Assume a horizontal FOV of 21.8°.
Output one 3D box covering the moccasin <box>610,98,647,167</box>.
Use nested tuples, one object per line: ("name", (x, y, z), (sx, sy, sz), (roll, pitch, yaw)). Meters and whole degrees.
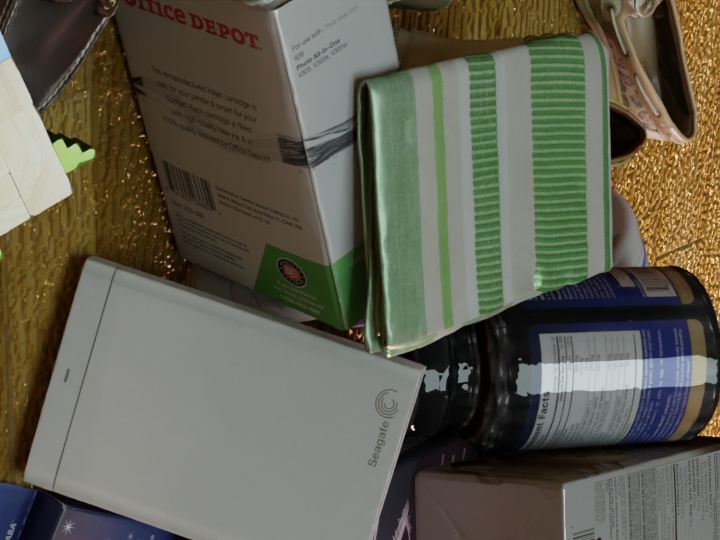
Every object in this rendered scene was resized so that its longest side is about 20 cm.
("moccasin", (0.123, -0.094, 1.256), (0.200, 0.077, 0.075), (9, 84, -50))

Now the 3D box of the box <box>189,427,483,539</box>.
("box", (-0.015, 0.166, 1.178), (0.199, 0.104, 0.150), (-17, 121, -59))

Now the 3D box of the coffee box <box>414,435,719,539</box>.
("coffee box", (0.139, 0.153, 1.170), (0.199, 0.114, 0.081), (-5, 94, -49))

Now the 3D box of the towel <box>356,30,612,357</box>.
("towel", (0.073, -0.048, 1.040), (0.199, 0.023, 0.154), (-19, 113, -42))

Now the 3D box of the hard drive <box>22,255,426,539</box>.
("hard drive", (-0.077, 0.086, 1.045), (0.027, 0.198, 0.133), (-38, 145, -82))

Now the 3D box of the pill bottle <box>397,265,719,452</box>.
("pill bottle", (0.115, 0.055, 1.161), (0.198, 0.112, 0.113), (-1, 111, -17))

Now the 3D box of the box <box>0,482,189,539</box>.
("box", (-0.160, 0.199, 1.121), (0.199, 0.032, 0.122), (20, 92, -50))

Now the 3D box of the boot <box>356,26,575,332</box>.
("boot", (0.062, -0.053, 1.157), (0.073, 0.154, 0.202), (-76, 166, -68))

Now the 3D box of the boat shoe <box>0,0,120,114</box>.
("boat shoe", (-0.141, -0.166, 0.941), (0.070, 0.070, 0.202), (17, 96, -51))

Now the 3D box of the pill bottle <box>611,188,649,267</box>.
("pill bottle", (0.159, 0.044, 1.315), (0.112, 0.112, 0.201), (-45, 135, -24))

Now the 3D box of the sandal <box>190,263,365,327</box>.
("sandal", (0.000, 0.005, 1.105), (0.200, 0.083, 0.050), (-8, 131, 3))

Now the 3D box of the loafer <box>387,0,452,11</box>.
("loafer", (0.022, -0.181, 1.112), (0.200, 0.076, 0.068), (-37, 126, -31))

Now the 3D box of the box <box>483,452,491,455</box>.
("box", (0.097, 0.204, 1.306), (0.158, 0.050, 0.202), (69, 30, -81))

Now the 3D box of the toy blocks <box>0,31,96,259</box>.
("toy blocks", (-0.232, -0.064, 0.874), (0.199, 0.100, 0.138), (-32, 119, -19))

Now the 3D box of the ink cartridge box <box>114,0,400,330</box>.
("ink cartridge box", (-0.048, -0.088, 1.021), (0.084, 0.145, 0.202), (-36, 132, -31))

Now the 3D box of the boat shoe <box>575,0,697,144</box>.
("boat shoe", (0.201, -0.179, 1.324), (0.073, 0.062, 0.201), (-43, 134, -25))
